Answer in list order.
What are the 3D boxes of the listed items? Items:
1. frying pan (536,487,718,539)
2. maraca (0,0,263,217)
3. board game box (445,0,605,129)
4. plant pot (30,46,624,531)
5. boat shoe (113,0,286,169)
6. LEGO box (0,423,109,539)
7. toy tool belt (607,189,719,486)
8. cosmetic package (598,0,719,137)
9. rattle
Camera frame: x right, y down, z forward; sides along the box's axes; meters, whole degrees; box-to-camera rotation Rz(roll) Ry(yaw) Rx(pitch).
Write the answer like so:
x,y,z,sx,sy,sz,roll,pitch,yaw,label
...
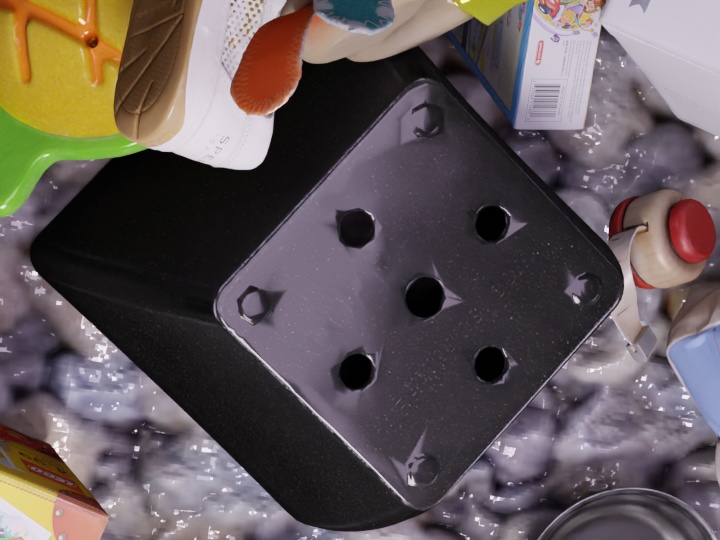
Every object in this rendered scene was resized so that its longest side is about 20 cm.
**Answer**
x,y,z,sx,sy,sz,roll,pitch,yaw,label
0.097,0.182,1.239,0.190,0.031,0.115,-30,105,-8,frying pan
-0.119,-0.105,1.090,0.200,0.137,0.107,-31,150,-1,maraca
0.078,-0.181,1.097,0.034,0.135,0.201,0,118,-16,board game box
0.000,0.000,1.107,0.200,0.177,0.200,-46,107,-5,plant pot
-0.046,-0.137,1.020,0.069,0.071,0.201,22,74,-33,boat shoe
-0.225,0.086,1.063,0.199,0.149,0.077,24,90,-19,LEGO box
0.219,0.033,1.202,0.200,0.123,0.125,56,43,-18,toy tool belt
0.219,-0.156,1.125,0.123,0.200,0.200,25,90,20,cosmetic package
0.001,-0.150,0.964,0.200,0.130,0.144,-22,98,-40,rattle
